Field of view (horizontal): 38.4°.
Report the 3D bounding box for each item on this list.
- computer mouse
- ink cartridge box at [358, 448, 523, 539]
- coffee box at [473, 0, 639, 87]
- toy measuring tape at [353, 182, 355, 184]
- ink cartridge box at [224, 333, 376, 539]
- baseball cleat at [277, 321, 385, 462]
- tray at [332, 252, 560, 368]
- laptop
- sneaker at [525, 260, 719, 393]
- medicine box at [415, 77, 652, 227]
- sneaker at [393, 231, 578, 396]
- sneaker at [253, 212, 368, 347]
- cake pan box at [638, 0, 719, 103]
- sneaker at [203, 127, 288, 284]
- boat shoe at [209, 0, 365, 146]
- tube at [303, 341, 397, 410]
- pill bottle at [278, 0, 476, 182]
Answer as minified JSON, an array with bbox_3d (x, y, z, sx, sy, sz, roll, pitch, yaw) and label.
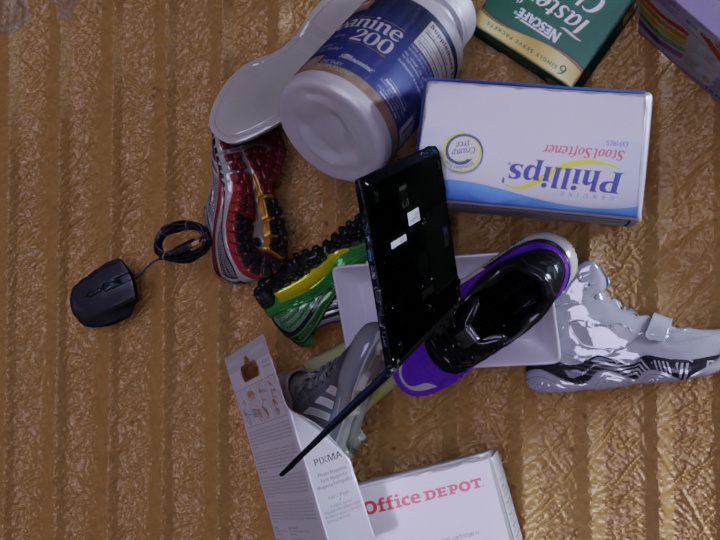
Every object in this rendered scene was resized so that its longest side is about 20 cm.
[{"bbox_3d":[-0.226,0.004,1.031,0.200,0.034,0.059,-31,75,30],"label":"computer mouse"},{"bbox_3d":[0.082,0.278,0.949,0.145,0.084,0.201,-16,82,12],"label":"ink cartridge box"},{"bbox_3d":[0.209,-0.279,0.978,0.123,0.044,0.200,37,95,12],"label":"coffee box"},{"bbox_3d":[0.023,-0.107,0.983,0.074,0.074,0.200,-44,60,7],"label":"toy measuring tape"},{"bbox_3d":[-0.061,0.162,0.952,0.057,0.162,0.201,-10,81,-23],"label":"ink cartridge box"},{"bbox_3d":[-0.033,0.108,0.951,0.106,0.070,0.201,32,132,17],"label":"baseball cleat"},{"bbox_3d":[0.078,0.037,0.938,0.199,0.022,0.108,-5,105,18],"label":"tray"},{"bbox_3d":[0.003,0.023,0.763,0.103,0.177,0.201,-5,102,21],"label":"laptop"},{"bbox_3d":[0.242,0.045,0.933,0.199,0.075,0.116,-9,87,15],"label":"sneaker"},{"bbox_3d":[0.153,-0.097,0.897,0.181,0.200,0.104,6,92,13],"label":"medicine box"},{"bbox_3d":[0.091,0.046,0.869,0.070,0.100,0.200,46,115,-1],"label":"sneaker"},{"bbox_3d":[0.000,0.000,1.002,0.199,0.078,0.085,-30,113,3],"label":"sneaker"},{"bbox_3d":[0.323,-0.181,0.875,0.200,0.184,0.052,45,101,11],"label":"cake pan box"},{"bbox_3d":[-0.126,-0.082,1.021,0.082,0.078,0.201,-25,60,47],"label":"sneaker"},{"bbox_3d":[-0.063,-0.187,0.999,0.074,0.060,0.200,38,77,14],"label":"boat shoe"},{"bbox_3d":[0.044,0.067,0.992,0.200,0.052,0.058,-35,47,14],"label":"tube"},{"bbox_3d":[0.023,-0.182,0.928,0.111,0.111,0.200,29,56,13],"label":"pill bottle"}]
